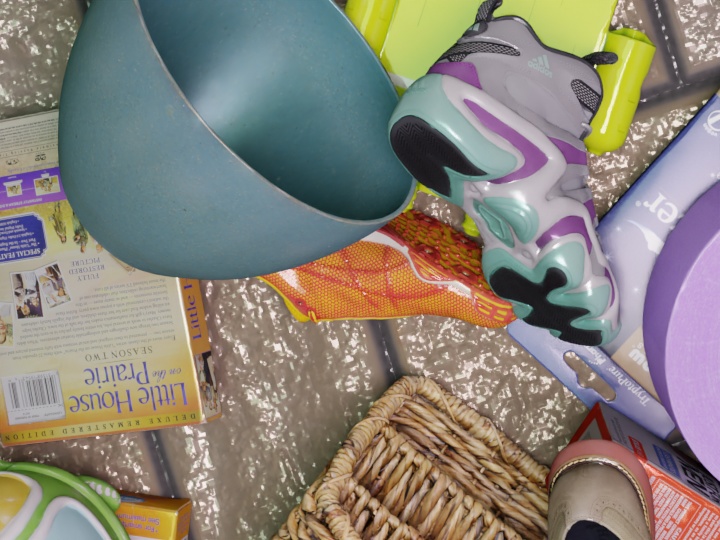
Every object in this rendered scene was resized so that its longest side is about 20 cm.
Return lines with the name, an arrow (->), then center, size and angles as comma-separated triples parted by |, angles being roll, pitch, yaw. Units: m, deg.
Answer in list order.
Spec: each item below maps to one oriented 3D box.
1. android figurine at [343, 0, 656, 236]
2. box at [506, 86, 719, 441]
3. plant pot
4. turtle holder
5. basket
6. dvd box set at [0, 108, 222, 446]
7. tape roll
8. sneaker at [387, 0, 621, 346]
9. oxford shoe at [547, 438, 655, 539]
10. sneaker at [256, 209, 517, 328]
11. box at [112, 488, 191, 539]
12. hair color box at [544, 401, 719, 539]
android figurine -> 0.075, -0.122, 1.099 | 0.182, 0.041, 0.200 | 21, 95, 5
box -> 0.192, 0.002, 1.097 | 0.121, 0.032, 0.200 | 42, 100, 3
plant pot -> -0.087, -0.073, 1.018 | 0.135, 0.200, 0.200 | -38, 88, 30
turtle holder -> -0.202, 0.172, 1.080 | 0.141, 0.132, 0.186 | 3, 95, 10
basket -> 0.054, 0.176, 1.075 | 0.200, 0.143, 0.149 | 40, 100, 3
dvd box set -> -0.168, 0.001, 1.136 | 0.146, 0.029, 0.200 | -9, 93, 23
tape roll -> 0.262, 0.035, 1.046 | 0.200, 0.066, 0.201 | -1, 104, -4
sneaker -> 0.111, -0.063, 1.043 | 0.140, 0.078, 0.200 | -55, 128, -27
oxford shoe -> 0.134, 0.191, 0.978 | 0.070, 0.075, 0.200 | -14, 111, 19
sneaker -> 0.000, 0.000, 1.115 | 0.200, 0.073, 0.077 | 18, 112, 14
box -> -0.176, 0.235, 1.167 | 0.119, 0.041, 0.200 | 7, 93, 8
hair color box -> 0.206, 0.159, 1.057 | 0.200, 0.111, 0.064 | 33, 98, -2
